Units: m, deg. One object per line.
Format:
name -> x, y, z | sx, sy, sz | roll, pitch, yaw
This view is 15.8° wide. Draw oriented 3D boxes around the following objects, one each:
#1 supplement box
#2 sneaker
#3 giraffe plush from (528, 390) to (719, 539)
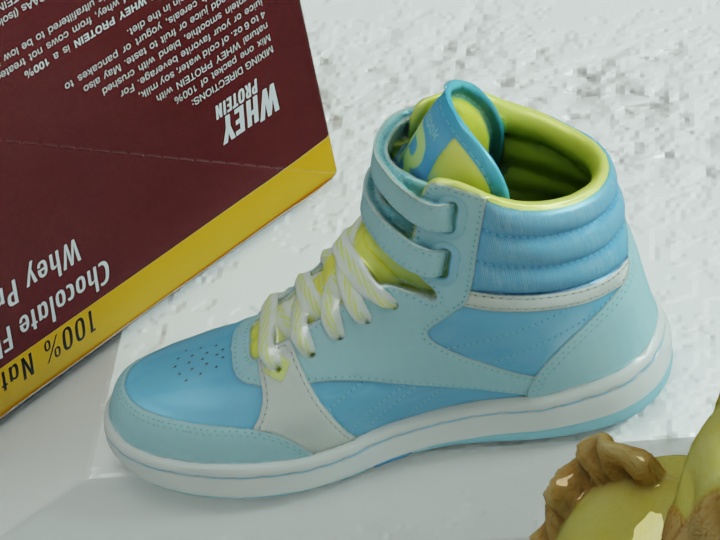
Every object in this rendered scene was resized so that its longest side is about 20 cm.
supplement box -> -0.137, -0.085, 0.955 | 0.197, 0.201, 0.132 | -36, 45, -26
sneaker -> 0.000, 0.000, 0.871 | 0.198, 0.131, 0.080 | -13, 40, 2
giraffe plush -> 0.111, 0.088, 0.720 | 0.172, 0.162, 0.201 | 0, 55, -41
